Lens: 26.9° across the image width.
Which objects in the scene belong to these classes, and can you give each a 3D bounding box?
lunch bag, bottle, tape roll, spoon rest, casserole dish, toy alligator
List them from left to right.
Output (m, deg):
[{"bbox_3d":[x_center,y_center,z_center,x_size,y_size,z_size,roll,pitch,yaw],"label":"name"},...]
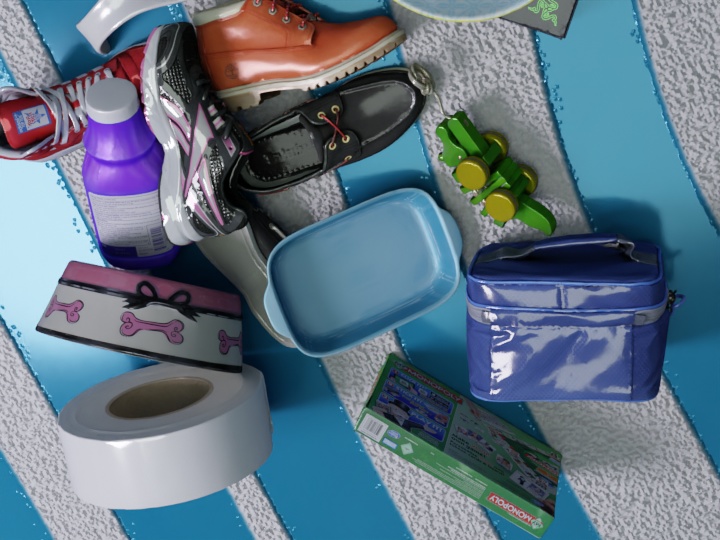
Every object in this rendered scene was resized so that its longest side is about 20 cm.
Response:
[{"bbox_3d":[-0.216,-0.088,1.396,0.083,0.066,0.201,-4,137,1],"label":"bottle"},{"bbox_3d":[-0.186,-0.271,1.377,0.200,0.061,0.099,-40,97,20],"label":"spoon rest"},{"bbox_3d":[-0.185,0.152,1.442,0.201,0.203,0.071,-6,106,13],"label":"tape roll"},{"bbox_3d":[0.000,0.000,1.407,0.199,0.039,0.122,-24,101,-13],"label":"casserole dish"},{"bbox_3d":[0.100,-0.101,1.380,0.200,0.059,0.054,47,134,-6],"label":"toy alligator"},{"bbox_3d":[0.194,0.035,1.364,0.198,0.136,0.133,-2,108,10],"label":"lunch bag"}]

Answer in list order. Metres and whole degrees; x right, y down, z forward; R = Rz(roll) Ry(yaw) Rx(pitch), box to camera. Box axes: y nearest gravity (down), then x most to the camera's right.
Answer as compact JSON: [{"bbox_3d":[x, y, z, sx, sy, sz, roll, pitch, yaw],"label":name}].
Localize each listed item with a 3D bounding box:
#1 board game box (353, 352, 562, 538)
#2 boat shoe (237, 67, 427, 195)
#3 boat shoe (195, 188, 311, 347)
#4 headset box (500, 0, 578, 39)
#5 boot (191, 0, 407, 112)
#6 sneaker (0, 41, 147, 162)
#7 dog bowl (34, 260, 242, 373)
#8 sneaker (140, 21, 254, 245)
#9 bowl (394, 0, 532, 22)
[{"bbox_3d":[0.096,0.163,1.425,0.199,0.135,0.029,31,111,0],"label":"board game box"},{"bbox_3d":[-0.031,-0.125,1.395,0.200,0.063,0.074,-23,100,15],"label":"boat shoe"},{"bbox_3d":[-0.098,-0.022,1.442,0.200,0.060,0.074,52,135,-6],"label":"boat shoe"},{"bbox_3d":[0.123,-0.311,1.287,0.198,0.093,0.175,20,111,4],"label":"headset box"},{"bbox_3d":[-0.060,-0.215,1.367,0.198,0.075,0.108,-12,101,16],"label":"boot"},{"bbox_3d":[-0.263,-0.156,1.397,0.199,0.112,0.072,-27,85,17],"label":"sneaker"},{"bbox_3d":[-0.201,0.042,1.419,0.198,0.200,0.074,12,88,7],"label":"dog bowl"},{"bbox_3d":[-0.138,-0.126,1.359,0.086,0.080,0.202,-3,105,17],"label":"sneaker"},{"bbox_3d":[0.087,-0.305,1.188,0.198,0.108,0.202,3,109,10],"label":"bowl"}]
